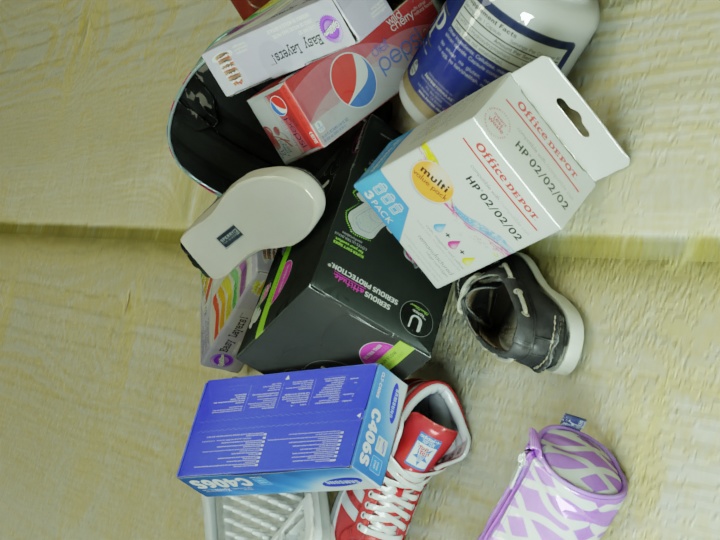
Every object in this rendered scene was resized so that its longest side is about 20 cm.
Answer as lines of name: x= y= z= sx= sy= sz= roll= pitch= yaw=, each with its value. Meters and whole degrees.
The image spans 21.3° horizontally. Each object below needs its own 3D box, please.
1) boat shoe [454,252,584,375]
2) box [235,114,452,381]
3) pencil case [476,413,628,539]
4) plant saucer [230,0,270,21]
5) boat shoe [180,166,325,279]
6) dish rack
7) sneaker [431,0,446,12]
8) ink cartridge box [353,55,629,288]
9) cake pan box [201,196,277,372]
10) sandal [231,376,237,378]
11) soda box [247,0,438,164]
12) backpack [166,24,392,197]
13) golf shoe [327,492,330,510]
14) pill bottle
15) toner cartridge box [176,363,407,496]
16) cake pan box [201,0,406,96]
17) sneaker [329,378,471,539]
boat shoe: x=0.111 y=0.029 z=1.532 sx=0.200 sy=0.060 sz=0.074 roll=-129 pitch=53 yaw=-62
box: x=0.000 y=0.000 z=1.654 sx=0.149 sy=0.124 sz=0.201 roll=-44 pitch=21 yaw=49
pencil case: x=0.116 y=0.205 z=1.390 sx=0.201 sy=0.085 sz=0.084 roll=-63 pitch=25 yaw=24
plant saucer: x=-0.046 y=-0.246 z=1.864 sx=0.037 sy=0.199 sz=0.200 roll=-64 pitch=26 yaw=20
boat shoe: x=-0.078 y=-0.063 z=1.660 sx=0.200 sy=0.075 sz=0.093 roll=-23 pitch=21 yaw=52
dish rack: x=-0.077 y=0.209 z=1.667 sx=0.172 sy=0.043 sz=0.201 roll=-50 pitch=35 yaw=35
sneaker: x=0.102 y=-0.270 z=1.705 sx=0.074 sy=0.088 sz=0.201 roll=-48 pitch=34 yaw=46
ink cartridge box: x=0.102 y=-0.075 z=1.512 sx=0.200 sy=0.115 sz=0.068 roll=-28 pitch=17 yaw=49
cake pan box: x=-0.119 y=-0.024 z=2.032 sx=0.184 sy=0.052 sz=0.201 roll=127 pitch=148 yaw=-48
sandal: x=-0.096 y=0.196 z=1.894 sx=0.081 sy=0.054 sz=0.201 roll=-61 pitch=42 yaw=39
soda box: x=-0.003 y=-0.174 z=1.680 sx=0.200 sy=0.070 sz=0.063 roll=-40 pitch=12 yaw=-35
backpack: x=-0.084 y=-0.146 z=1.891 sx=0.178 sy=0.199 sz=0.151 roll=-59 pitch=8 yaw=31
golf shoe: x=-0.058 y=0.184 z=1.753 sx=0.091 sy=0.075 sz=0.201 roll=27 pitch=101 yaw=29
pill bottle: x=0.126 y=-0.200 z=1.569 sx=0.200 sy=0.119 sz=0.120 roll=-58 pitch=29 yaw=30
toner cartridge box: x=-0.059 y=0.135 z=1.598 sx=0.199 sy=0.043 sz=0.095 roll=-8 pitch=56 yaw=40
cake pan box: x=-0.017 y=-0.235 z=1.655 sx=0.200 sy=0.052 sz=0.184 roll=-14 pitch=25 yaw=51
sneaker: x=0.032 y=0.184 z=1.598 sx=0.112 sy=0.071 sz=0.201 roll=-19 pitch=56 yaw=65
